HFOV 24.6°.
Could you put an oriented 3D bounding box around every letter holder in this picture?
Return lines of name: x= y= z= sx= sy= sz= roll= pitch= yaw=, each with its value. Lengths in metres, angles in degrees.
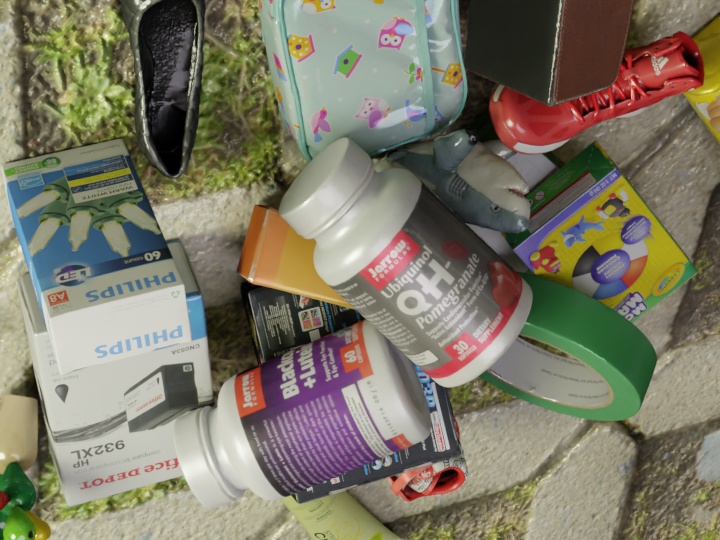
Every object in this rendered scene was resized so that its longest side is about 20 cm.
letter holder: x=0.171 y=-0.249 z=1.281 sx=0.141 sy=0.100 sz=0.202 roll=-18 pitch=124 yaw=-37

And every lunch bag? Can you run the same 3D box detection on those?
lunch bag: x=0.005 y=-0.188 z=1.305 sx=0.159 sy=0.077 sz=0.201 roll=-17 pitch=131 yaw=-10

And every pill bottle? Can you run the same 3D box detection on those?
pill bottle: x=0.033 y=-0.010 z=1.310 sx=0.200 sy=0.111 sz=0.111 roll=42 pitch=103 yaw=-17
pill bottle: x=-0.051 y=0.124 z=1.380 sx=0.199 sy=0.112 sz=0.112 roll=-24 pitch=133 yaw=10

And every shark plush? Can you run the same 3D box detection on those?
shark plush: x=0.044 y=-0.064 z=1.372 sx=0.198 sy=0.084 sz=0.091 roll=-5 pitch=175 yaw=18

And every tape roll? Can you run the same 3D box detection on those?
tape roll: x=0.168 y=0.070 z=1.506 sx=0.200 sy=0.199 sz=0.048 roll=42 pitch=64 yaw=-40

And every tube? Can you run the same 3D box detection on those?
tube: x=-0.027 y=0.246 z=1.648 sx=0.058 sy=0.052 sz=0.200 roll=0 pitch=146 yaw=28

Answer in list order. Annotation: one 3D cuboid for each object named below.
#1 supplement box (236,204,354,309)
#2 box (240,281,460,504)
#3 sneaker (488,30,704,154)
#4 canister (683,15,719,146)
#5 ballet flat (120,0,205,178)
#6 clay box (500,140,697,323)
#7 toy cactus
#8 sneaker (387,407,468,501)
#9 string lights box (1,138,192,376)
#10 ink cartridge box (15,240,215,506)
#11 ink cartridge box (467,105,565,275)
supplement box: x=0.000 y=0.000 z=1.409 sx=0.198 sy=0.069 sz=0.067 roll=16 pitch=91 yaw=-14
box: x=-0.008 y=0.090 z=1.474 sx=0.158 sy=0.046 sz=0.202 roll=-16 pitch=100 yaw=-12
sneaker: x=0.204 y=-0.160 z=1.365 sx=0.199 sy=0.079 sz=0.115 roll=-25 pitch=-179 yaw=-37
canister: x=0.384 y=-0.152 z=1.500 sx=0.148 sy=0.087 sz=0.200 roll=-39 pitch=130 yaw=8
ballet flat: x=-0.145 y=-0.164 z=1.270 sx=0.066 sy=0.057 sz=0.201 roll=-13 pitch=129 yaw=-16
clay box: x=0.219 y=-0.013 z=1.476 sx=0.115 sy=0.048 sz=0.200 roll=-39 pitch=131 yaw=9
toy cactus: x=-0.316 y=0.189 z=1.423 sx=0.101 sy=0.200 sz=0.167 roll=11 pitch=80 yaw=-13
sneaker: x=0.017 y=0.151 z=1.546 sx=0.200 sy=0.108 sz=0.067 roll=18 pitch=129 yaw=-34
string lights box: x=-0.204 y=-0.014 z=1.262 sx=0.102 sy=0.200 sz=0.059 roll=-14 pitch=130 yaw=-14
ink cartridge box: x=-0.204 y=0.090 z=1.421 sx=0.144 sy=0.084 sz=0.201 roll=-14 pitch=130 yaw=-14
ink cartridge box: x=0.152 y=-0.052 z=1.488 sx=0.104 sy=0.059 sz=0.200 roll=-45 pitch=130 yaw=13
